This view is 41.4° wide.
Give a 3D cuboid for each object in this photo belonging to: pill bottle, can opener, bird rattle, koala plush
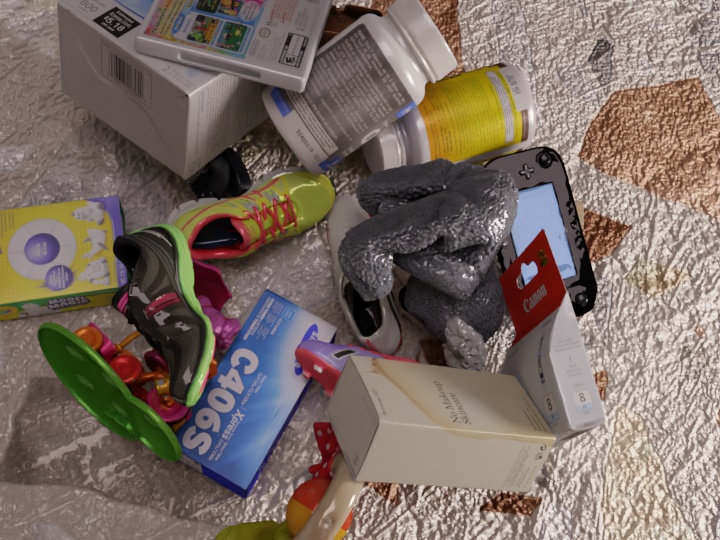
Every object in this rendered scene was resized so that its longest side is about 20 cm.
[{"bbox_3d":[0.000,-0.206,1.044,0.198,0.114,0.115,-34,71,8],"label":"pill bottle"},{"bbox_3d":[-0.208,-0.156,1.135,0.063,0.078,0.201,-43,69,16],"label":"can opener"},{"bbox_3d":[-0.035,0.232,0.924,0.113,0.163,0.200,45,77,-5],"label":"bird rattle"},{"bbox_3d":[0.103,-0.173,1.141,0.197,0.110,0.111,-18,68,-14],"label":"pill bottle"},{"bbox_3d":[0.097,0.003,1.007,0.180,0.203,0.178,-11,30,19],"label":"koala plush"}]

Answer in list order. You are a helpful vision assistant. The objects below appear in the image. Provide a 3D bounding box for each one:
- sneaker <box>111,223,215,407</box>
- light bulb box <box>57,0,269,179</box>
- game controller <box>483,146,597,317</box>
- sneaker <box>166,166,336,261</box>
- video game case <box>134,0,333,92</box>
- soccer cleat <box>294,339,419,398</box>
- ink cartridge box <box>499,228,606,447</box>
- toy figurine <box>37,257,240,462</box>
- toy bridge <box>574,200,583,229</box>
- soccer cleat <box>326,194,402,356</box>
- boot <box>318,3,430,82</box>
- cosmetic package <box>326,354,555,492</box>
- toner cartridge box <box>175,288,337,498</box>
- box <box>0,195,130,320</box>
[{"bbox_3d":[-0.192,0.044,0.902,0.082,0.077,0.202,-3,50,-29],"label":"sneaker"},{"bbox_3d":[-0.202,-0.244,1.080,0.197,0.126,0.200,34,51,14],"label":"light bulb box"},{"bbox_3d":[0.205,-0.039,1.104,0.102,0.042,0.204,-13,84,-11],"label":"game controller"},{"bbox_3d":[-0.116,-0.053,1.063,0.197,0.079,0.090,-20,24,-6],"label":"sneaker"},{"bbox_3d":[-0.127,-0.282,1.029,0.178,0.024,0.202,13,50,-1],"label":"video game case"},{"bbox_3d":[0.023,0.114,1.009,0.198,0.067,0.077,30,67,-12],"label":"soccer cleat"},{"bbox_3d":[0.178,0.081,0.996,0.046,0.160,0.204,-10,72,-14],"label":"ink cartridge box"},{"bbox_3d":[-0.197,0.070,0.984,0.198,0.152,0.184,30,56,23],"label":"toy figurine"},{"bbox_3d":[0.171,-0.061,1.143,0.196,0.027,0.068,7,66,-4],"label":"toy bridge"},{"bbox_3d":[0.000,0.000,1.058,0.067,0.085,0.204,-17,69,11],"label":"soccer cleat"},{"bbox_3d":[0.019,-0.262,1.146,0.196,0.155,0.075,-15,67,-13],"label":"boot"},{"bbox_3d":[0.077,0.150,0.925,0.197,0.074,0.104,10,28,-27],"label":"cosmetic package"},{"bbox_3d":[-0.111,0.128,1.018,0.094,0.043,0.202,27,66,5],"label":"toner cartridge box"},{"bbox_3d":[-0.358,-0.012,1.053,0.196,0.049,0.119,-10,67,-9],"label":"box"}]
